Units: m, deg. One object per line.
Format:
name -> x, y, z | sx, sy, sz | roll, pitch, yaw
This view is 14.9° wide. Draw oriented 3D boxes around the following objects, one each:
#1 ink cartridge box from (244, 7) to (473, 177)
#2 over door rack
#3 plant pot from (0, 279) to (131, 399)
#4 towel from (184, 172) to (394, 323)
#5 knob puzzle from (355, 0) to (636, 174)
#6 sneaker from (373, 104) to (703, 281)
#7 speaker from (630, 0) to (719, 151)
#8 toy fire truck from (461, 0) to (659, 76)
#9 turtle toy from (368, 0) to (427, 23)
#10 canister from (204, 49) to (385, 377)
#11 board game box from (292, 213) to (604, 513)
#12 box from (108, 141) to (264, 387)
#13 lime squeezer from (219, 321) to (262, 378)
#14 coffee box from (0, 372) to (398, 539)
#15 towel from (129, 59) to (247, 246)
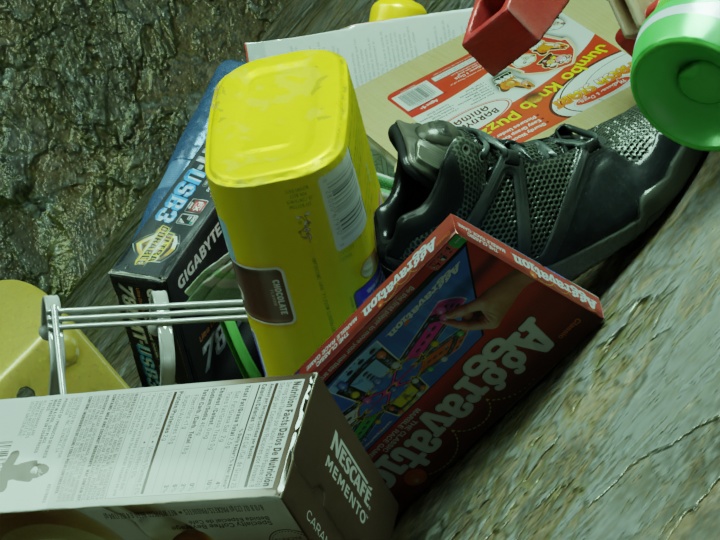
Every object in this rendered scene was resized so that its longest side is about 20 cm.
ink cartridge box -> 0.026, -0.099, 1.686 | 0.199, 0.110, 0.050 | -9, 2, -18
over door rack -> -0.107, 0.097, 1.602 | 0.067, 0.147, 0.201 | 99, 163, -46
plant pot -> -0.231, 0.125, 1.807 | 0.196, 0.194, 0.200 | -46, 11, -27
towel -> 0.000, 0.000, 1.669 | 0.200, 0.152, 0.024 | -37, 43, 52
knob puzzle -> 0.106, -0.087, 1.596 | 0.218, 0.031, 0.220 | -10, 34, 7
sneaker -> 0.090, -0.053, 1.453 | 0.199, 0.115, 0.076 | -35, 22, -9
speaker -> 0.208, -0.152, 1.442 | 0.088, 0.088, 0.200 | -39, 15, 48
toy fire truck -> 0.155, -0.157, 1.531 | 0.049, 0.141, 0.200 | -37, 17, 53
turtle toy -> 0.036, -0.091, 1.793 | 0.101, 0.199, 0.147 | 3, 83, 45
canister -> -0.022, -0.001, 1.504 | 0.086, 0.201, 0.149 | -10, 31, 8
board game box -> 0.023, 0.062, 1.432 | 0.200, 0.103, 0.020 | -46, 34, 27
box -> -0.090, 0.019, 1.899 | 0.200, 0.049, 0.199 | -58, -32, -44
lime squeezer -> -0.079, 0.118, 1.813 | 0.038, 0.070, 0.201 | 0, 78, 47
coffee box -> -0.096, 0.124, 1.406 | 0.199, 0.115, 0.080 | -5, 47, 26
towel -> -0.111, -0.044, 1.946 | 0.112, 0.048, 0.201 | 67, -141, -50
